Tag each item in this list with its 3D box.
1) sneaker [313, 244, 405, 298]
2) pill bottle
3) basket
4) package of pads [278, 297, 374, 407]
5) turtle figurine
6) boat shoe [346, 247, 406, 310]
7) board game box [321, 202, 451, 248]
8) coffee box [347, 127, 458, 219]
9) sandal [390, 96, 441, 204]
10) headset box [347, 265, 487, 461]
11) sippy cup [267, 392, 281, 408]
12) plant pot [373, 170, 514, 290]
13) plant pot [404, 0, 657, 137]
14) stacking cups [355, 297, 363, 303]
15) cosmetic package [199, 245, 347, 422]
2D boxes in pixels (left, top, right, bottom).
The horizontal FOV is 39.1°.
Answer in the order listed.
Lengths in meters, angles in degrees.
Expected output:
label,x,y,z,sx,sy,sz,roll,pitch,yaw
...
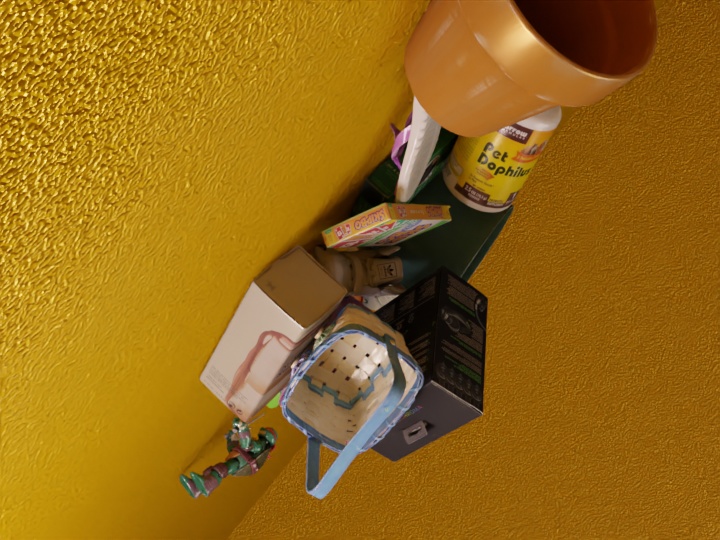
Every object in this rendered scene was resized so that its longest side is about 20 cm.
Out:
label,x,y,z,sx,sy,sz,roll,pitch,yaw
sneaker,0.000,0.000,1.350,0.113,0.076,0.200,-7,177,2
pill bottle,0.193,-0.182,1.338,0.109,0.109,0.201,-40,161,-49
basket,-0.012,0.148,1.189,0.177,0.138,0.201,-52,-157,18
package of pads,-0.028,0.129,1.418,0.076,0.120,0.201,-45,-165,41
turtle figurine,-0.208,0.304,1.717,0.199,0.101,0.150,-38,167,-32
boat shoe,0.024,0.031,1.570,0.069,0.071,0.200,-30,132,10
board game box,0.040,-0.057,1.284,0.095,0.030,0.199,-23,174,27
coffee box,0.064,-0.132,1.383,0.200,0.044,0.123,-45,170,-32
sandal,0.063,-0.170,1.194,0.083,0.049,0.204,-48,159,-46
headset box,0.074,0.128,1.319,0.174,0.092,0.202,-36,-148,38
sippy cup,-0.086,0.150,1.496,0.177,0.130,0.140,-40,166,-26
plant pot,0.109,-0.057,1.527,0.201,0.160,0.201,-53,171,-13
plant pot,0.139,-0.222,0.943,0.200,0.201,0.183,-43,-174,-39
stacking cups,-0.014,0.056,1.543,0.061,0.060,0.201,-45,149,-31
cosmetic package,-0.109,0.080,1.243,0.103,0.087,0.201,-40,167,-46
